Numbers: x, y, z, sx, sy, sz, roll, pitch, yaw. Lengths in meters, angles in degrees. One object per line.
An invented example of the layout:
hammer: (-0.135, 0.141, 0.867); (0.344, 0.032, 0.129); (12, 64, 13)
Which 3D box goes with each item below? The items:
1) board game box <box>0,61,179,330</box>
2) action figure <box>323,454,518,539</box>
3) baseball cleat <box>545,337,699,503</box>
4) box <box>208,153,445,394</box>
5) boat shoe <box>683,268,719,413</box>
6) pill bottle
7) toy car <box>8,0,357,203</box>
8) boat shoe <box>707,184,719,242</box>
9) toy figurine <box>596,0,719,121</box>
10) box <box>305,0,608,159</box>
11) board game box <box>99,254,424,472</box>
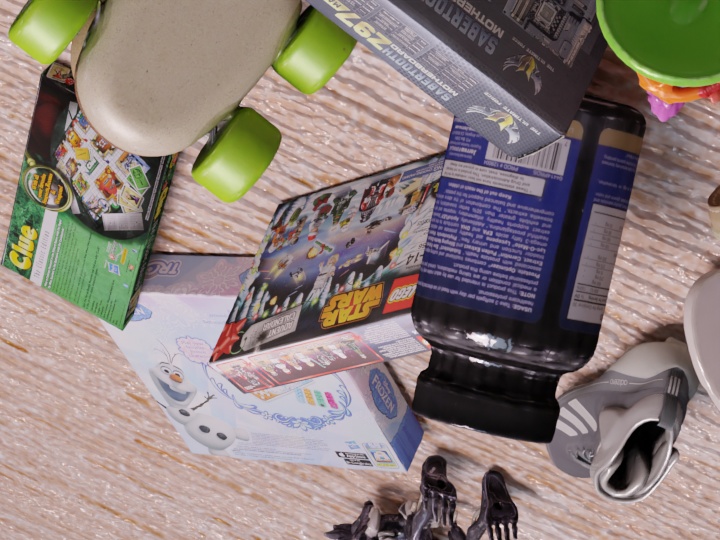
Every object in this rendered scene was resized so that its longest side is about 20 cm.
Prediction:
board game box: (-0.188, -0.048, 1.667); (0.105, 0.023, 0.200); (27, 138, 5)
action figure: (0.041, 0.220, 1.869); (0.119, 0.102, 0.200); (19, 148, -13)
baseball cleat: (0.165, 0.118, 1.633); (0.070, 0.107, 0.200); (22, 150, -4)
box: (0.000, 0.000, 1.544); (0.200, 0.137, 0.040); (-16, 133, 45)
boat shoe: (0.260, 0.084, 1.556); (0.200, 0.075, 0.093); (59, 173, -11)
pill bottle: (0.092, -0.006, 1.399); (0.112, 0.201, 0.112); (13, -178, 0)
toy car: (-0.118, -0.143, 1.463); (0.164, 0.158, 0.200); (38, 174, -13)
boat shoe: (0.261, -0.073, 1.336); (0.065, 0.072, 0.200); (46, 141, -15)
toy figurine: (0.184, -0.135, 1.210); (0.150, 0.200, 0.184); (32, 162, 12)
box: (0.048, -0.177, 1.238); (0.200, 0.158, 0.051); (35, 151, -17)
board game box: (-0.079, 0.067, 1.780); (0.200, 0.043, 0.199); (2, 141, 31)
